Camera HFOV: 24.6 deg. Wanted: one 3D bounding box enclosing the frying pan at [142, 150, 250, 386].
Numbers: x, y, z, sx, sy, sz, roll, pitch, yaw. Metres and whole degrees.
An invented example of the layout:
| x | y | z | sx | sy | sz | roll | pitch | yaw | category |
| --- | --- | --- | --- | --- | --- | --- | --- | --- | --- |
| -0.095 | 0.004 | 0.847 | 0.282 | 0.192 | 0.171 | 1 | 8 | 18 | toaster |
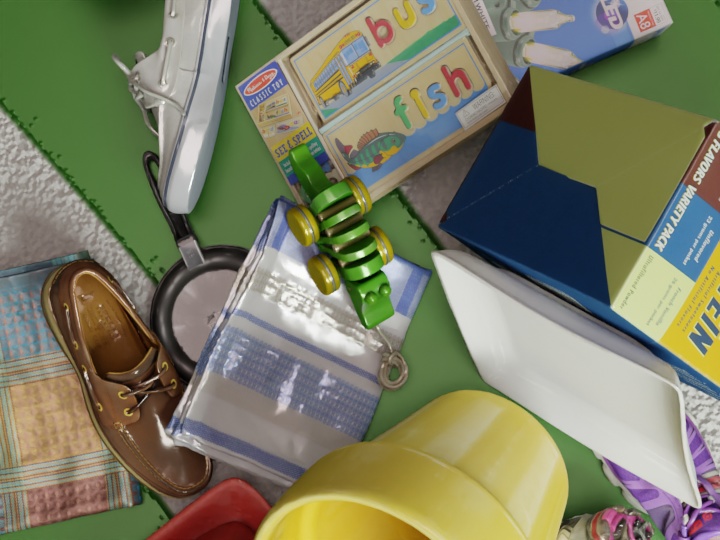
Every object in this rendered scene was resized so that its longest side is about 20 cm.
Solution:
| x | y | z | sx | sy | sz | roll | pitch | yaw | category |
| --- | --- | --- | --- | --- | --- | --- | --- | --- | --- |
| -0.108 | 0.000 | 1.267 | 0.113 | 0.031 | 0.193 | -3 | 89 | 1 | frying pan |

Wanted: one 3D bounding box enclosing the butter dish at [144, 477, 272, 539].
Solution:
| x | y | z | sx | sy | sz | roll | pitch | yaw | category |
| --- | --- | --- | --- | --- | --- | --- | --- | --- | --- |
| -0.109 | 0.284 | 1.188 | 0.199 | 0.148 | 0.200 | -38 | 87 | -1 | butter dish |

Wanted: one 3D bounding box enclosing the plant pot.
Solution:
| x | y | z | sx | sy | sz | roll | pitch | yaw | category |
| --- | --- | --- | --- | --- | --- | --- | --- | --- | --- |
| 0.052 | 0.187 | 1.152 | 0.199 | 0.189 | 0.203 | 15 | 124 | 23 | plant pot |

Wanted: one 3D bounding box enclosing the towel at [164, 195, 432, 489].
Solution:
| x | y | z | sx | sy | sz | roll | pitch | yaw | category |
| --- | --- | --- | --- | --- | --- | --- | --- | --- | --- |
| -0.043 | 0.062 | 1.236 | 0.146 | 0.024 | 0.202 | 26 | 84 | -19 | towel |

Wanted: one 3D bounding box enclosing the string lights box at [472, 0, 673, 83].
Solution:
| x | y | z | sx | sy | sz | roll | pitch | yaw | category |
| --- | --- | --- | --- | --- | --- | --- | --- | --- | --- |
| 0.123 | -0.190 | 1.252 | 0.198 | 0.059 | 0.104 | -24 | 89 | 1 | string lights box |

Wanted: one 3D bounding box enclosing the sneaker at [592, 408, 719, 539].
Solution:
| x | y | z | sx | sy | sz | roll | pitch | yaw | category |
| --- | --- | --- | --- | --- | --- | --- | --- | --- | --- |
| 0.244 | 0.167 | 1.215 | 0.080 | 0.083 | 0.201 | -35 | 85 | -1 | sneaker |

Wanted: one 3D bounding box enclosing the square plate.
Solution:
| x | y | z | sx | sy | sz | roll | pitch | yaw | category |
| --- | --- | --- | --- | --- | --- | --- | --- | --- | --- |
| 0.150 | 0.071 | 1.141 | 0.199 | 0.199 | 0.029 | 30 | 71 | 29 | square plate |

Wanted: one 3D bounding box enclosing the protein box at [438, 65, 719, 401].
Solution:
| x | y | z | sx | sy | sz | roll | pitch | yaw | category |
| --- | --- | --- | --- | --- | --- | --- | --- | --- | --- |
| 0.202 | -0.017 | 1.133 | 0.199 | 0.198 | 0.136 | 32 | 88 | -36 | protein box |

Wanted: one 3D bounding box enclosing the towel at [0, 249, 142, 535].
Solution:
| x | y | z | sx | sy | sz | roll | pitch | yaw | category |
| --- | --- | --- | --- | --- | --- | --- | --- | --- | --- |
| -0.256 | 0.095 | 1.268 | 0.145 | 0.022 | 0.202 | -12 | 86 | 2 | towel |

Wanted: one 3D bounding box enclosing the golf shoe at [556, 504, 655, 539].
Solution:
| x | y | z | sx | sy | sz | roll | pitch | yaw | category |
| --- | --- | --- | --- | --- | --- | --- | --- | --- | --- |
| 0.205 | 0.267 | 1.227 | 0.092 | 0.073 | 0.201 | -24 | 100 | 42 | golf shoe |

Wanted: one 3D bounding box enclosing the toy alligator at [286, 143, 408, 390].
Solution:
| x | y | z | sx | sy | sz | roll | pitch | yaw | category |
| --- | --- | --- | --- | --- | --- | --- | --- | --- | --- |
| 0.000 | 0.000 | 1.209 | 0.059 | 0.054 | 0.202 | -27 | 102 | -18 | toy alligator |

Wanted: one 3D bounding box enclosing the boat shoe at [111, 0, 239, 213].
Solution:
| x | y | z | sx | sy | sz | roll | pitch | yaw | category |
| --- | --- | --- | --- | --- | --- | --- | --- | --- | --- |
| -0.147 | -0.147 | 1.253 | 0.085 | 0.075 | 0.204 | 9 | 85 | 2 | boat shoe |

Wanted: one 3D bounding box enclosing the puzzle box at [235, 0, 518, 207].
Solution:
| x | y | z | sx | sy | sz | roll | pitch | yaw | category |
| --- | --- | --- | --- | --- | --- | --- | --- | --- | --- |
| 0.012 | -0.132 | 1.225 | 0.199 | 0.025 | 0.134 | -32 | 84 | 29 | puzzle box |

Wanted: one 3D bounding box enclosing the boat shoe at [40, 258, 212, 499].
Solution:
| x | y | z | sx | sy | sz | roll | pitch | yaw | category |
| --- | --- | --- | --- | --- | --- | --- | --- | --- | --- |
| -0.172 | 0.083 | 1.230 | 0.072 | 0.067 | 0.201 | -31 | 95 | -19 | boat shoe |
